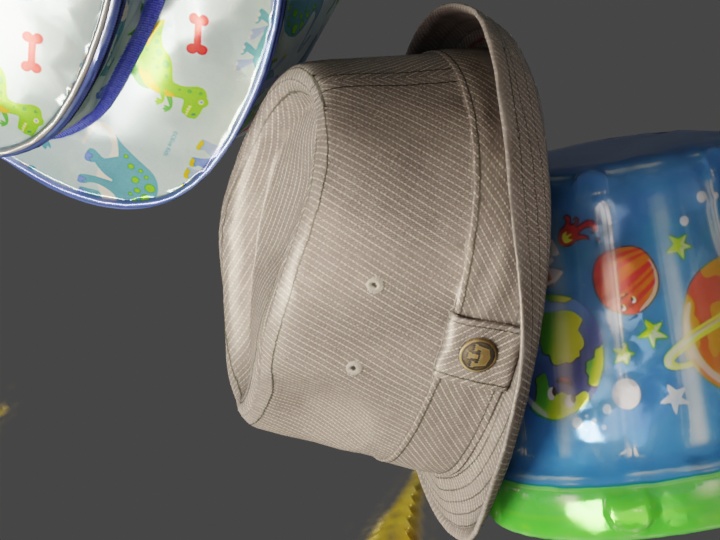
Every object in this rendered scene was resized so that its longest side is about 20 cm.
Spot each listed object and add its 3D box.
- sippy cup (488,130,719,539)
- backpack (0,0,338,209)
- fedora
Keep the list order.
[{"bbox_3d":[0.104,0.018,0.856,0.177,0.140,0.131,-8,97,13],"label":"sippy cup"},{"bbox_3d":[-0.114,-0.122,0.859,0.199,0.147,0.184,30,119,5],"label":"backpack"},{"bbox_3d":[0.000,0.000,0.839,0.090,0.177,0.201,2,131,-16],"label":"fedora"}]
